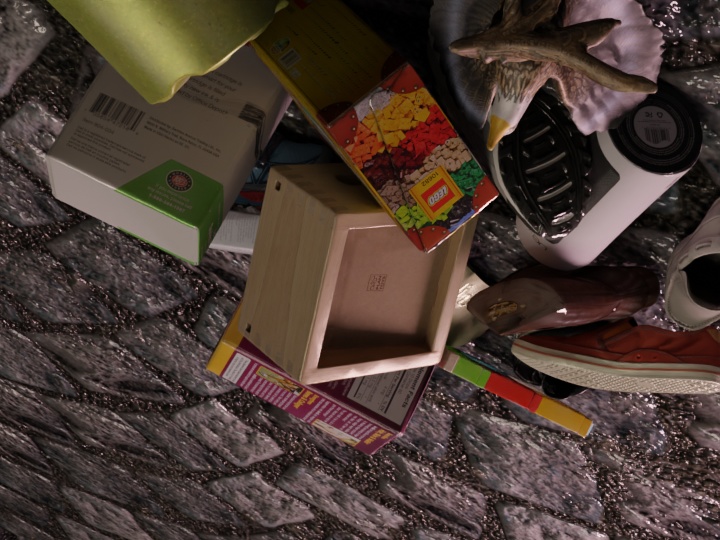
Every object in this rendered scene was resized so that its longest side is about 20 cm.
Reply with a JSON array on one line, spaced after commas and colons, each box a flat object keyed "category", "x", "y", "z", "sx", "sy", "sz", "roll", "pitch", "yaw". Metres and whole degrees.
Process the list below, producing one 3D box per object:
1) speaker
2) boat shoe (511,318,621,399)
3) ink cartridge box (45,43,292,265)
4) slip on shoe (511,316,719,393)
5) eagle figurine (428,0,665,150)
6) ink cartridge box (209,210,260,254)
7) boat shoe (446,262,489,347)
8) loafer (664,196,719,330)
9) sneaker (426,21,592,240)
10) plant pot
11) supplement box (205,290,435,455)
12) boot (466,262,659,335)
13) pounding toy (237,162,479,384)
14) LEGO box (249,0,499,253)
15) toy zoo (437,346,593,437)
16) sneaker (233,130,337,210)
[{"category": "speaker", "x": 0.194, "y": -0.071, "z": 1.221, "sx": 0.081, "sy": 0.081, "sz": 0.200, "roll": 30, "pitch": 154, "yaw": -3}, {"category": "boat shoe", "x": 0.205, "y": 0.096, "z": 1.525, "sx": 0.074, "sy": 0.066, "sz": 0.199, "roll": 36, "pitch": 153, "yaw": -19}, {"category": "ink cartridge box", "x": -0.157, "y": -0.129, "z": 1.320, "sx": 0.145, "sy": 0.200, "sz": 0.084, "roll": 26, "pitch": 156, "yaw": 5}, {"category": "slip on shoe", "x": 0.237, "y": 0.074, "z": 1.400, "sx": 0.200, "sy": 0.061, "sz": 0.074, "roll": 2, "pitch": 161, "yaw": 25}, {"category": "eagle figurine", "x": 0.116, "y": -0.149, "z": 1.025, "sx": 0.152, "sy": 0.151, "sz": 0.200, "roll": 54, "pitch": -167, "yaw": 1}, {"category": "ink cartridge box", "x": -0.067, "y": -0.031, "z": 1.481, "sx": 0.200, "sy": 0.041, "sz": 0.200, "roll": 7, "pitch": 179, "yaw": 37}, {"category": "boat shoe", "x": 0.084, "y": 0.014, "z": 1.507, "sx": 0.063, "sy": 0.074, "sz": 0.201, "roll": 57, "pitch": -178, "yaw": 32}, {"category": "loafer", "x": 0.290, "y": 0.004, "z": 1.272, "sx": 0.070, "sy": 0.070, "sz": 0.200, "roll": 23, "pitch": 154, "yaw": 10}, {"category": "sneaker", "x": 0.113, "y": -0.115, "z": 1.174, "sx": 0.200, "sy": 0.074, "sz": 0.079, "roll": 63, "pitch": 167, "yaw": 6}, {"category": "plant pot", "x": -0.154, "y": -0.228, "z": 1.090, "sx": 0.184, "sy": 0.200, "sz": 0.200, "roll": 54, "pitch": 147, "yaw": -15}, {"category": "supplement box", "x": -0.040, "y": 0.089, "z": 1.530, "sx": 0.200, "sy": 0.103, "sz": 0.131, "roll": 29, "pitch": 159, "yaw": -4}, {"category": "boot", "x": 0.140, "y": 0.029, "z": 1.342, "sx": 0.186, "sy": 0.064, "sz": 0.200, "roll": -12, "pitch": 179, "yaw": 39}, {"category": "pounding toy", "x": 0.000, "y": 0.000, "z": 1.337, "sx": 0.142, "sy": 0.200, "sz": 0.184, "roll": 37, "pitch": 122, "yaw": 43}, {"category": "LEGO box", "x": 0.004, "y": -0.127, "z": 1.196, "sx": 0.149, "sy": 0.077, "sz": 0.200, "roll": 51, "pitch": -179, "yaw": -39}, {"category": "toy zoo", "x": 0.157, "y": 0.122, "z": 1.580, "sx": 0.200, "sy": 0.020, "sz": 0.131, "roll": 26, "pitch": -179, "yaw": -14}, {"category": "sneaker", "x": -0.122, "y": -0.115, "z": 1.445, "sx": 0.200, "sy": 0.079, "sz": 0.096, "roll": 2, "pitch": 124, "yaw": 18}]
